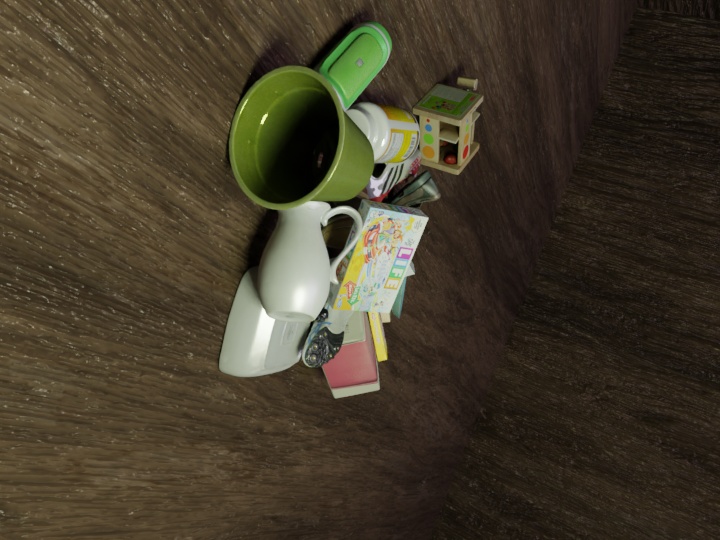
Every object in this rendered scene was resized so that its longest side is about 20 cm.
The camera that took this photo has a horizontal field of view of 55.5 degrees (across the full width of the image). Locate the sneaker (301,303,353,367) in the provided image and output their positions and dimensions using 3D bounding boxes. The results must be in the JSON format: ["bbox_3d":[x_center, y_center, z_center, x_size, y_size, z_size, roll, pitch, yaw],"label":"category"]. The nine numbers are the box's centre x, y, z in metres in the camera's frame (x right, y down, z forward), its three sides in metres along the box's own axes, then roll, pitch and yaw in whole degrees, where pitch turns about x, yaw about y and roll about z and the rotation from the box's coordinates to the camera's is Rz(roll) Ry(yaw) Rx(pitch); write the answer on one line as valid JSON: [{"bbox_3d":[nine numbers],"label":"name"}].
[{"bbox_3d":[-0.065,0.103,1.300,0.073,0.071,0.202,60,41,-32],"label":"sneaker"}]

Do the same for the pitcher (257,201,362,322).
[{"bbox_3d":[-0.082,-0.021,1.125,0.121,0.167,0.206,127,-31,-71],"label":"pitcher"}]

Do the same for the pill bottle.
[{"bbox_3d":[0.030,-0.261,1.306,0.199,0.107,0.112,-15,122,-60],"label":"pill bottle"}]

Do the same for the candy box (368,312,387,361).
[{"bbox_3d":[0.030,0.088,1.522,0.102,0.026,0.206,-76,155,-76],"label":"candy box"}]

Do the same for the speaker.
[{"bbox_3d":[-0.024,-0.340,1.168,0.202,0.087,0.090,-55,151,-29],"label":"speaker"}]

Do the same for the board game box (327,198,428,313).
[{"bbox_3d":[0.029,-0.021,1.237,0.132,0.034,0.204,5,117,-35],"label":"board game box"}]

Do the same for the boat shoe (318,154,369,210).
[{"bbox_3d":[-0.049,-0.173,1.273,0.199,0.070,0.069,29,49,-57],"label":"boat shoe"}]

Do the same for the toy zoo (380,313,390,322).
[{"bbox_3d":[0.051,-0.005,1.539,0.133,0.020,0.203,78,11,-47],"label":"toy zoo"}]

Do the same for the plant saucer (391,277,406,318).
[{"bbox_3d":[0.089,0.003,1.521,0.200,0.027,0.206,8,90,-85],"label":"plant saucer"}]

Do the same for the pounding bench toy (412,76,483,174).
[{"bbox_3d":[0.222,-0.346,1.618,0.201,0.122,0.159,-49,148,-37],"label":"pounding bench toy"}]

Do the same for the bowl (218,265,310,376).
[{"bbox_3d":[-0.154,0.098,1.233,0.199,0.073,0.205,4,103,-65],"label":"bowl"}]

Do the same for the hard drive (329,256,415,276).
[{"bbox_3d":[0.000,0.000,1.355,0.132,0.195,0.027,51,25,-60],"label":"hard drive"}]

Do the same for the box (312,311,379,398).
[{"bbox_3d":[-0.029,0.155,1.429,0.202,0.106,0.130,75,6,-51],"label":"box"}]

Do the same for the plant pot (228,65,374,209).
[{"bbox_3d":[-0.067,-0.182,1.051,0.189,0.196,0.205,9,100,-63],"label":"plant pot"}]

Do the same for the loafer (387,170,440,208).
[{"bbox_3d":[0.114,-0.156,1.493,0.072,0.063,0.200,-44,-175,-17],"label":"loafer"}]

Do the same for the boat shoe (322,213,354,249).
[{"bbox_3d":[0.012,-0.067,1.344,0.195,0.077,0.073,-8,133,-20],"label":"boat shoe"}]

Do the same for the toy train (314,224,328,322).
[{"bbox_3d":[-0.086,-0.007,1.246,0.045,0.034,0.206,16,64,-49],"label":"toy train"}]

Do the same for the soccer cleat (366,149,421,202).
[{"bbox_3d":[0.065,-0.221,1.453,0.200,0.068,0.087,-44,134,-33],"label":"soccer cleat"}]
